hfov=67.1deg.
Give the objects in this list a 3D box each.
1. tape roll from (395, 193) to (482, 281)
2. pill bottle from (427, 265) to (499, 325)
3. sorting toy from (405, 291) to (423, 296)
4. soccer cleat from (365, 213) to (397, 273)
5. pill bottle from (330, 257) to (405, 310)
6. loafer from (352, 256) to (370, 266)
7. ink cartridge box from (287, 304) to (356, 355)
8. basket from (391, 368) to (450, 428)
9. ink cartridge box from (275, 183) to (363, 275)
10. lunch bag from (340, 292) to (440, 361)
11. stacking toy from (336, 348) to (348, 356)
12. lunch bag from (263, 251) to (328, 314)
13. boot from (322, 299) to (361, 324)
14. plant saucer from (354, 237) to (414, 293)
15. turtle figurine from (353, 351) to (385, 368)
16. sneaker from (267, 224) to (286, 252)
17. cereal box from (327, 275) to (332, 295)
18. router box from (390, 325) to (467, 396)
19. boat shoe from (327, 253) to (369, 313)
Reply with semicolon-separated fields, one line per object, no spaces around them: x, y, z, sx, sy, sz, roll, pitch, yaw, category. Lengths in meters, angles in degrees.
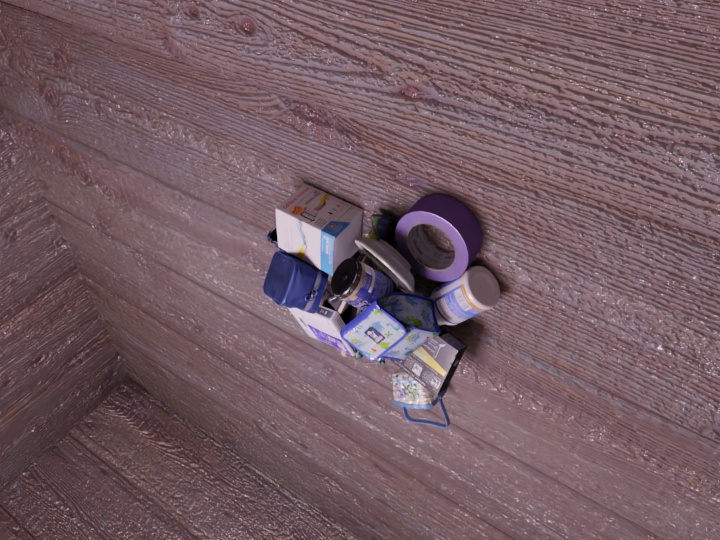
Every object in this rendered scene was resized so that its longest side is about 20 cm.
0.189;-0.078;1.325;0.199;0.085;0.201;25;139;24;tape roll
0.250;0.074;1.388;0.112;0.112;0.200;47;143;-5;pill bottle
0.149;0.142;1.561;0.198;0.107;0.182;2;119;39;sorting toy
0.050;-0.068;1.474;0.083;0.065;0.202;22;133;18;soccer cleat
0.028;0.055;1.438;0.199;0.113;0.111;29;152;-33;pill bottle
0.000;0.000;1.587;0.199;0.071;0.068;29;119;-6;loafer
-0.118;0.167;1.672;0.199;0.044;0.199;17;151;35;ink cartridge box
0.186;0.399;1.722;0.175;0.139;0.202;-7;110;44;basket
-0.115;-0.117;1.512;0.199;0.147;0.146;26;139;20;ink cartridge box
0.072;0.139;1.359;0.198;0.129;0.170;16;138;-31;lunch bag
-0.103;0.205;1.861;0.199;0.085;0.086;36;142;19;stacking toy
-0.175;0.037;1.548;0.131;0.137;0.200;17;-173;-33;lunch bag
-0.045;0.122;1.658;0.157;0.079;0.212;30;143;18;boot
0.073;-0.025;1.367;0.200;0.050;0.200;43;177;3;plant saucer
0.041;0.247;1.735;0.199;0.149;0.102;-28;65;39;turtle figurine
-0.239;-0.099;1.666;0.080;0.115;0.200;35;141;12;sneaker
-0.047;0.047;1.688;0.201;0.040;0.143;51;143;-9;cereal box
0.172;0.217;1.476;0.199;0.052;0.159;36;119;29;router box
-0.037;0.029;1.528;0.062;0.073;0.201;33;120;13;boat shoe
